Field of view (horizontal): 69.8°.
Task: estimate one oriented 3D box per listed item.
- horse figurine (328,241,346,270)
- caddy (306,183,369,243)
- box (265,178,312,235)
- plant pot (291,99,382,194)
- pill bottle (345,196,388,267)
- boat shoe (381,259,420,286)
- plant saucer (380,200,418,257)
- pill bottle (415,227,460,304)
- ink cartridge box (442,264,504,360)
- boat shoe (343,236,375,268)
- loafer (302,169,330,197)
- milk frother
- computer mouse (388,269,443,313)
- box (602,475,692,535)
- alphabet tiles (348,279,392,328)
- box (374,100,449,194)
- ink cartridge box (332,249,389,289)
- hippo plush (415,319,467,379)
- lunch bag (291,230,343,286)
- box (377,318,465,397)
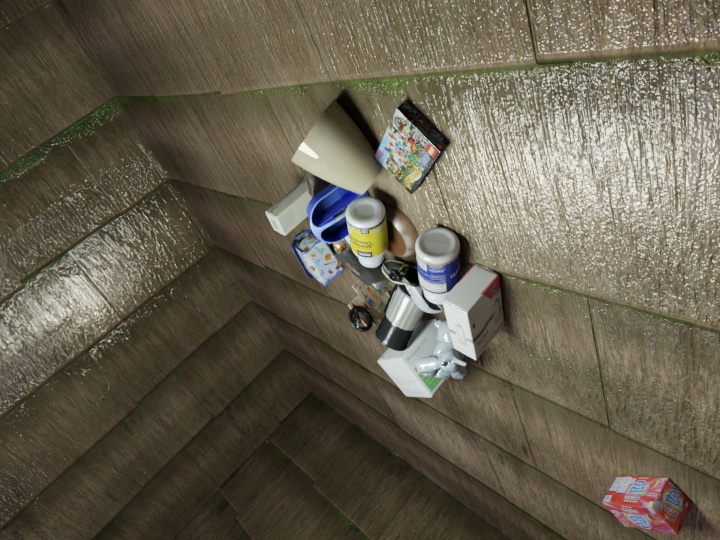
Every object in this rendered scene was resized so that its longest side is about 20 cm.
[{"bbox_3d":[-0.085,-0.106,1.773,0.133,0.049,0.203,103,152,-58],"label":"horse figurine"},{"bbox_3d":[-0.064,-0.173,1.508,0.143,0.199,0.105,57,172,-28],"label":"caddy"},{"bbox_3d":[-0.208,-0.212,1.682,0.068,0.200,0.083,25,149,40],"label":"box"},{"bbox_3d":[-0.045,-0.295,1.324,0.199,0.189,0.187,37,159,-11],"label":"plant pot"},{"bbox_3d":[0.023,-0.102,1.466,0.111,0.112,0.202,34,153,29],"label":"pill bottle"},{"bbox_3d":[0.150,0.012,1.569,0.199,0.072,0.061,27,153,24],"label":"boat shoe"},{"bbox_3d":[0.090,-0.112,1.522,0.200,0.037,0.202,40,156,21],"label":"plant saucer"},{"bbox_3d":[0.208,-0.007,1.373,0.115,0.116,0.202,32,153,31],"label":"pill bottle"},{"bbox_3d":[0.301,0.111,1.352,0.082,0.146,0.202,26,150,39],"label":"ink cartridge box"},{"bbox_3d":[-0.005,-0.091,1.702,0.201,0.072,0.071,51,174,3],"label":"boat shoe"},{"bbox_3d":[-0.141,-0.305,1.600,0.071,0.072,0.202,44,152,29],"label":"loafer"},{"bbox_3d":[0.087,0.123,1.627,0.181,0.197,0.191,49,123,46],"label":"milk frother"},{"bbox_3d":[0.160,0.069,1.495,0.199,0.044,0.109,41,170,-13],"label":"computer mouse"},{"bbox_3d":[0.771,0.630,1.396,0.095,0.100,0.200,45,157,5],"label":"box"},{"bbox_3d":[0.042,0.098,1.744,0.168,0.200,0.008,48,136,-3],"label":"alphabet tiles"},{"bbox_3d":[0.114,-0.280,1.204,0.137,0.038,0.200,46,157,5],"label":"box"},{"bbox_3d":[0.000,0.000,1.686,0.160,0.199,0.051,42,116,15],"label":"ink cartridge box"},{"bbox_3d":[0.251,0.237,1.595,0.156,0.164,0.201,-1,156,13],"label":"hippo plush"},{"bbox_3d":[-0.178,-0.054,1.996,0.172,0.123,0.200,60,168,-27],"label":"lunch bag"},{"bbox_3d":[0.205,0.299,1.759,0.172,0.199,0.200,49,156,-5],"label":"box"}]
